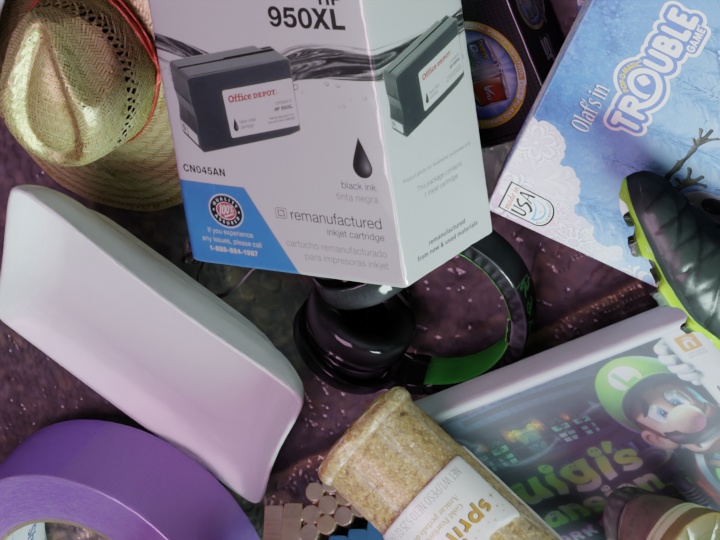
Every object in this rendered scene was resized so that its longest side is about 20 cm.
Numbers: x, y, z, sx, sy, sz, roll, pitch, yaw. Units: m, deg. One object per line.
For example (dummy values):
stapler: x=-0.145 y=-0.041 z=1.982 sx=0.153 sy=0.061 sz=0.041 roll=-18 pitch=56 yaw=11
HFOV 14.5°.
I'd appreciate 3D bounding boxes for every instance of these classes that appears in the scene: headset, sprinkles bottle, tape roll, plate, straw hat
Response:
headset: x=0.000 y=0.000 z=1.558 sx=0.199 sy=0.094 sz=0.124 roll=11 pitch=133 yaw=8
sprinkles bottle: x=0.069 y=0.151 z=1.491 sx=0.200 sy=0.068 sz=0.068 roll=43 pitch=127 yaw=8
tape roll: x=-0.153 y=0.192 z=1.725 sx=0.199 sy=0.066 sz=0.201 roll=15 pitch=125 yaw=22
plate: x=-0.119 y=0.038 z=1.613 sx=0.199 sy=0.032 sz=0.200 roll=35 pitch=156 yaw=5
straw hat: x=-0.157 y=-0.107 z=1.565 sx=0.200 sy=0.085 sz=0.202 roll=12 pitch=121 yaw=22

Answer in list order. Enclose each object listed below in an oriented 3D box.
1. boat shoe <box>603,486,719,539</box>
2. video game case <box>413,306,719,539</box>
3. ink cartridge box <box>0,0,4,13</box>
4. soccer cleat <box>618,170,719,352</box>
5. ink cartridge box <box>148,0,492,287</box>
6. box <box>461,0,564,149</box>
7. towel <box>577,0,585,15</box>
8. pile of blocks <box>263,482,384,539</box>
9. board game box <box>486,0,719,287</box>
boat shoe: x=0.182 y=0.174 z=1.521 sx=0.066 sy=0.072 sz=0.201 roll=38 pitch=168 yaw=38
video game case: x=0.152 y=0.107 z=1.523 sx=0.199 sy=0.023 sz=0.182 roll=-23 pitch=122 yaw=35
ink cartridge box: x=-0.262 y=-0.189 z=1.548 sx=0.145 sy=0.083 sz=0.201 roll=47 pitch=131 yaw=31
soccer cleat: x=0.202 y=0.017 z=1.392 sx=0.081 sy=0.068 sz=0.200 roll=-35 pitch=111 yaw=15
ink cartridge box: x=-0.025 y=-0.104 z=1.427 sx=0.144 sy=0.084 sz=0.201 roll=7 pitch=116 yaw=36
box: x=0.009 y=-0.153 z=1.481 sx=0.160 sy=0.044 sz=0.201 roll=-13 pitch=109 yaw=32
towel: x=0.177 y=-0.179 z=1.399 sx=0.144 sy=0.024 sz=0.201 roll=11 pitch=121 yaw=19
pile of blocks: x=-0.014 y=0.159 z=1.611 sx=0.200 sy=0.062 sz=0.082 roll=-36 pitch=68 yaw=10
board game box: x=0.186 y=-0.063 z=1.389 sx=0.198 sy=0.043 sz=0.200 roll=25 pitch=138 yaw=1
